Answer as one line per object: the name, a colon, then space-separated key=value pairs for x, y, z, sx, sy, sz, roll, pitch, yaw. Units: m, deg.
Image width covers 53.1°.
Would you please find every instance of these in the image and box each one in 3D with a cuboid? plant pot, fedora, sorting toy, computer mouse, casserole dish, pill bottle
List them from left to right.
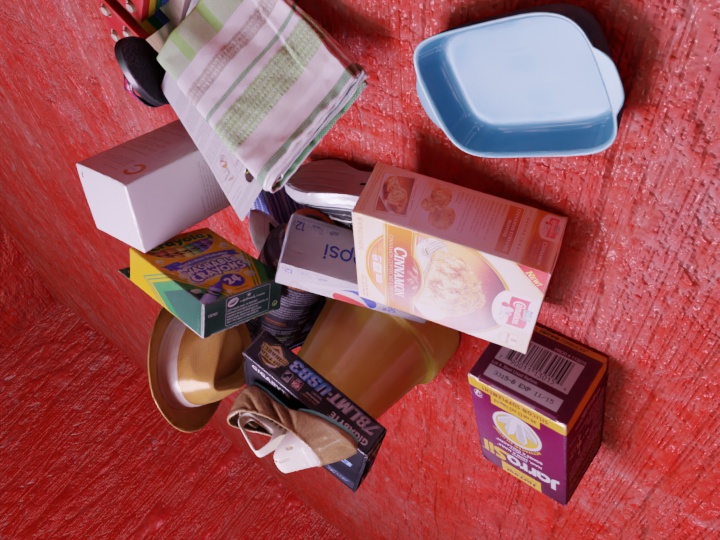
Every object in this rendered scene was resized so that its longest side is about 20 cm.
sorting toy: x=-0.296 y=-0.356 z=0.849 sx=0.200 sy=0.070 sz=0.198 roll=45 pitch=155 yaw=-5
fedora: x=-0.199 y=0.115 z=0.957 sx=0.080 sy=0.203 sz=0.202 roll=-5 pitch=134 yaw=22
computer mouse: x=-0.111 y=-0.014 z=1.092 sx=0.109 sy=0.044 sz=0.200 roll=21 pitch=158 yaw=52
pill bottle: x=-0.096 y=0.008 z=0.992 sx=0.106 sy=0.106 sz=0.201 roll=39 pitch=132 yaw=7
plant pot: x=0.007 y=0.111 z=0.987 sx=0.199 sy=0.189 sz=0.202 roll=32 pitch=153 yaw=19
casserole dish: x=0.126 y=-0.151 z=0.577 sx=0.198 sy=0.039 sz=0.122 roll=10 pitch=139 yaw=52

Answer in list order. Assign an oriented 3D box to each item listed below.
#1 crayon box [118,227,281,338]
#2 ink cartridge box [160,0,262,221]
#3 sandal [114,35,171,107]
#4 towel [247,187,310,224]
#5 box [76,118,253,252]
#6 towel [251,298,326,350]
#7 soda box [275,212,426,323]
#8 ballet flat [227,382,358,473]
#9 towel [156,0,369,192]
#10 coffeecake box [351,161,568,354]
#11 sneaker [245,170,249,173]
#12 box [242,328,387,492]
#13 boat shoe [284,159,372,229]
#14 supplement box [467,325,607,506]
crayon box: x=-0.212 y=0.003 z=0.938 sx=0.198 sy=0.125 sz=0.053 roll=29 pitch=124 yaw=35
ink cartridge box: x=-0.138 y=-0.185 z=0.791 sx=0.201 sy=0.057 sz=0.163 roll=54 pitch=137 yaw=11
sandal: x=-0.259 y=-0.233 z=0.892 sx=0.200 sy=0.044 sz=0.077 roll=-33 pitch=-68 yaw=-83
towel: x=-0.112 y=-0.091 z=1.044 sx=0.198 sy=0.024 sz=0.146 roll=29 pitch=150 yaw=30
box: x=-0.255 y=-0.126 z=0.973 sx=0.123 sy=0.199 sz=0.099 roll=22 pitch=132 yaw=37
towel: x=-0.121 y=0.085 z=1.130 sx=0.110 sy=0.198 sz=0.050 roll=23 pitch=118 yaw=33
soda box: x=0.000 y=0.000 z=0.870 sx=0.196 sy=0.070 sz=0.064 roll=15 pitch=156 yaw=-7
ballet flat: x=-0.089 y=0.191 z=0.838 sx=0.198 sy=0.072 sz=0.069 roll=17 pitch=142 yaw=41
towel: x=-0.103 y=-0.196 z=0.698 sx=0.200 sy=0.149 sz=0.031 roll=48 pitch=-167 yaw=15
coffeecake box: x=0.097 y=-0.010 z=0.745 sx=0.196 sy=0.074 sz=0.155 roll=18 pitch=148 yaw=15
sneaker: x=-0.129 y=-0.191 z=0.856 sx=0.077 sy=0.075 sz=0.200 roll=51 pitch=150 yaw=5
box: x=-0.064 y=0.189 z=0.935 sx=0.199 sy=0.050 sz=0.199 roll=37 pitch=155 yaw=12
boat shoe: x=-0.012 y=-0.079 z=0.854 sx=0.198 sy=0.072 sz=0.072 roll=18 pitch=142 yaw=39
supplement box: x=0.215 y=0.170 z=0.870 sx=0.129 sy=0.103 sz=0.202 roll=24 pitch=150 yaw=33
